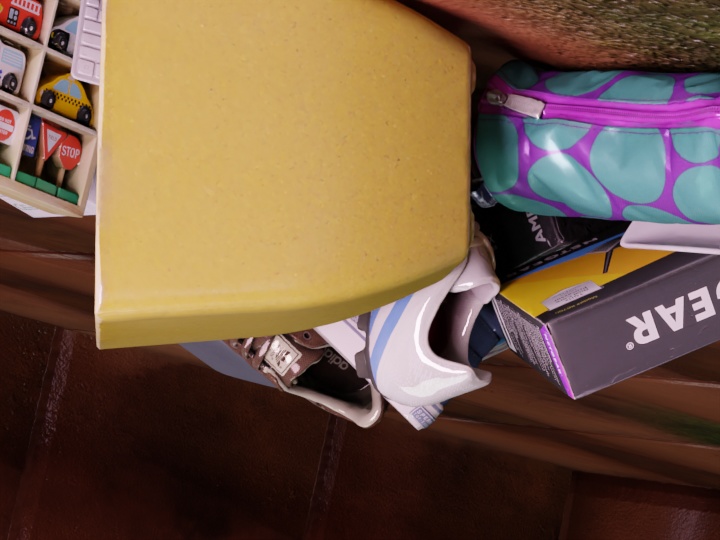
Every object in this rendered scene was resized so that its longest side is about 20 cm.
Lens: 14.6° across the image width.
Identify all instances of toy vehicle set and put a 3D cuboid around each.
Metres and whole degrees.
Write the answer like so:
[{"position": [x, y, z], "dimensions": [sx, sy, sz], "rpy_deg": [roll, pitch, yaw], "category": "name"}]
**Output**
[{"position": [-0.212, -0.114, 1.587], "dimensions": [0.026, 0.125, 0.200], "rpy_deg": [7, 172, 34], "category": "toy vehicle set"}]

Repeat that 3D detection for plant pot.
[{"position": [-0.042, -0.059, 1.514], "dimensions": [0.199, 0.196, 0.194], "rpy_deg": [2, 173, -5], "category": "plant pot"}]

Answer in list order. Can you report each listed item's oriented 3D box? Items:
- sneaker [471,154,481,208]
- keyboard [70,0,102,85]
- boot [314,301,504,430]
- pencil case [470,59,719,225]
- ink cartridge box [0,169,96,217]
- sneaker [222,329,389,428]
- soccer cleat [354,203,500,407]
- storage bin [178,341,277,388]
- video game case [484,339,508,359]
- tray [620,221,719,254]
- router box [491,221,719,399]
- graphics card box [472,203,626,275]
[{"position": [0.086, -0.041, 1.860], "dimensions": [0.200, 0.073, 0.071], "rpy_deg": [12, 176, 5], "category": "sneaker"}, {"position": [-0.073, -0.111, 1.649], "dimensions": [0.200, 0.056, 0.011], "rpy_deg": [15, 148, -20], "category": "keyboard"}, {"position": [0.000, 0.000, 1.700], "dimensions": [0.200, 0.090, 0.073], "rpy_deg": [44, 178, 18], "category": "boot"}, {"position": [0.150, -0.069, 1.489], "dimensions": [0.200, 0.085, 0.092], "rpy_deg": [4, 158, 45], "category": "pencil case"}, {"position": [-0.246, -0.091, 1.705], "dimensions": [0.200, 0.039, 0.099], "rpy_deg": [29, 164, -33], "category": "ink cartridge box"}, {"position": [-0.055, 0.030, 1.772], "dimensions": [0.200, 0.070, 0.076], "rpy_deg": [32, -162, -27], "category": "sneaker"}, {"position": [0.045, -0.022, 1.615], "dimensions": [0.086, 0.201, 0.070], "rpy_deg": [-6, 172, 37], "category": "soccer cleat"}, {"position": [-0.097, -0.011, 1.999], "dimensions": [0.145, 0.135, 0.200], "rpy_deg": [12, 162, 40], "category": "storage bin"}, {"position": [0.141, 0.019, 1.824], "dimensions": [0.200, 0.018, 0.143], "rpy_deg": [-25, 176, 9], "category": "video game case"}, {"position": [0.237, -0.042, 1.479], "dimensions": [0.200, 0.107, 0.022], "rpy_deg": [4, 142, 48], "category": "tray"}, {"position": [0.184, 0.001, 1.581], "dimensions": [0.200, 0.051, 0.149], "rpy_deg": [-23, -168, -7], "category": "router box"}, {"position": [0.096, -0.011, 1.753], "dimensions": [0.125, 0.051, 0.200], "rpy_deg": [-10, 167, -41], "category": "graphics card box"}]
